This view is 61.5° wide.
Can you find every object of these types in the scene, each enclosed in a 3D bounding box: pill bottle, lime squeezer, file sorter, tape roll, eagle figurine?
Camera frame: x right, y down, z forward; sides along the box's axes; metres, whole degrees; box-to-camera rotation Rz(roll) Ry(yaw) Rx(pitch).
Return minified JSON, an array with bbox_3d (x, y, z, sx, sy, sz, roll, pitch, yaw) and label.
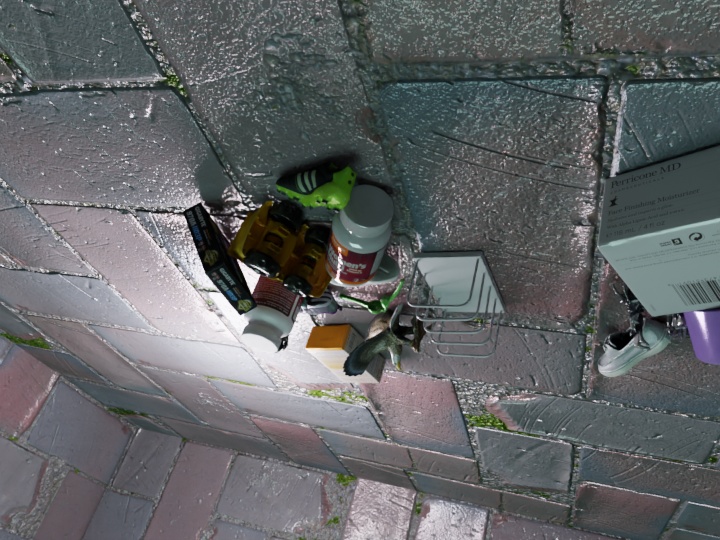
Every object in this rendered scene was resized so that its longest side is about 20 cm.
[{"bbox_3d":[-0.190,0.074,1.342,0.112,0.201,0.113,13,149,8],"label":"pill bottle"},{"bbox_3d":[0.043,0.063,1.374,0.200,0.038,0.071,-16,104,45],"label":"lime squeezer"},{"bbox_3d":[0.191,0.071,1.209,0.138,0.125,0.200,-1,144,29],"label":"file sorter"},{"bbox_3d":[-0.003,-0.062,1.115,0.109,0.110,0.200,18,150,0],"label":"pill bottle"},{"bbox_3d":[0.604,0.072,0.914,0.199,0.085,0.200,-16,-179,0],"label":"tape roll"},{"bbox_3d":[0.055,0.163,1.391,0.199,0.152,0.152,-10,159,31],"label":"eagle figurine"}]

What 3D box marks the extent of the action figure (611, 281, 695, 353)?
[{"bbox_3d":[0.539,0.088,1.075,0.199,0.102,0.119,20,161,-6],"label":"action figure"}]

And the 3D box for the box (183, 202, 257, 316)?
[{"bbox_3d":[-0.294,-0.024,1.263,0.046,0.200,0.159,-29,141,-3],"label":"box"}]

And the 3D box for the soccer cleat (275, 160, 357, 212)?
[{"bbox_3d":[-0.077,-0.151,1.060,0.067,0.081,0.200,34,169,-39],"label":"soccer cleat"}]

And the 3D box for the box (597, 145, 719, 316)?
[{"bbox_3d":[0.475,-0.050,0.856,0.199,0.131,0.200,-16,135,44],"label":"box"}]

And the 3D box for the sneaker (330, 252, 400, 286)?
[{"bbox_3d":[0.000,0.000,1.267,0.200,0.071,0.080,1,160,32],"label":"sneaker"}]

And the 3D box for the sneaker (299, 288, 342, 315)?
[{"bbox_3d":[-0.145,0.087,1.467,0.199,0.075,0.088,-2,149,29],"label":"sneaker"}]

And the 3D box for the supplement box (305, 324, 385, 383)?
[{"bbox_3d":[-0.037,0.226,1.627,0.126,0.074,0.200,-6,142,34],"label":"supplement box"}]

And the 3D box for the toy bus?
[{"bbox_3d":[-0.171,-0.034,1.245,0.200,0.136,0.192,33,160,-26],"label":"toy bus"}]

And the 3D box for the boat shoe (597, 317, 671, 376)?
[{"bbox_3d":[0.532,0.149,1.217,0.071,0.070,0.201,31,145,1],"label":"boat shoe"}]

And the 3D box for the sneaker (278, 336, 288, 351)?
[{"bbox_3d":[-0.229,0.169,1.601,0.077,0.112,0.200,26,149,-12],"label":"sneaker"}]
